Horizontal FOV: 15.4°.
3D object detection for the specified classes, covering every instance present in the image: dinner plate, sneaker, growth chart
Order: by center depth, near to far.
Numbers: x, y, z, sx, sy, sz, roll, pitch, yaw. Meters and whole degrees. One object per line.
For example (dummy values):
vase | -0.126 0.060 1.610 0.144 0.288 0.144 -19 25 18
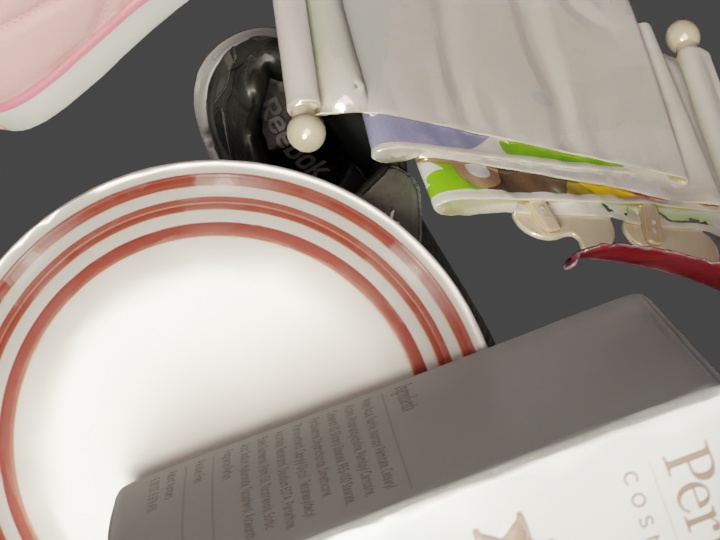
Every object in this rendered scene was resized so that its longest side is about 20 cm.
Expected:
dinner plate | -0.049 0.061 0.926 0.198 0.024 0.202 0 100 -2
sneaker | -0.091 -0.147 0.938 0.200 0.075 0.105 -43 132 4
growth chart | 0.056 -0.063 0.951 0.199 0.018 0.145 15 47 -19
sneaker | 0.000 0.000 0.959 0.066 0.090 0.201 -28 89 -6

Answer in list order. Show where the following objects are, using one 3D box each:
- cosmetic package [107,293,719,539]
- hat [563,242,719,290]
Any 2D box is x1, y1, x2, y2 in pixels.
cosmetic package | 0.037 0.128 0.846 0.199 0.166 0.168 -21 99 0
hat | 0.182 0.027 0.951 0.175 0.166 0.201 -22 108 6
